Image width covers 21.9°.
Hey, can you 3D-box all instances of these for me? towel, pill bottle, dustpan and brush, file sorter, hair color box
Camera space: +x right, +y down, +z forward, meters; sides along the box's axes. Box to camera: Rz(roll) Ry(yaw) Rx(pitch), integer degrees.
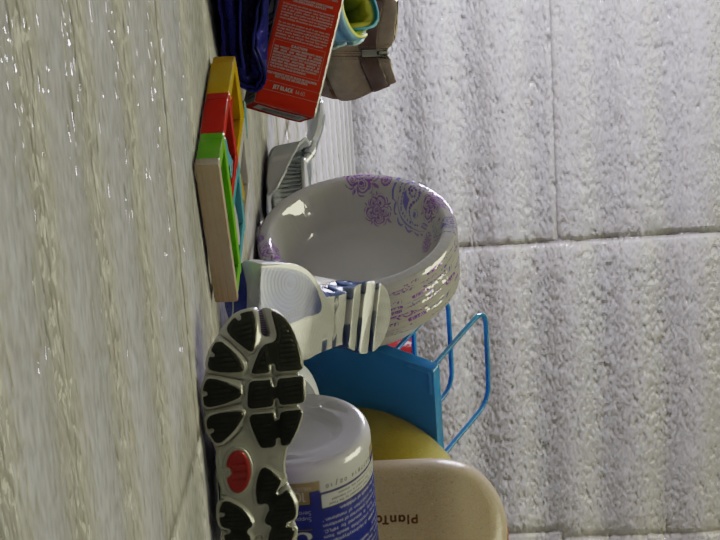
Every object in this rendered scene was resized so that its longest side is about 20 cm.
[{"bbox_3d":[-0.104,-0.276,1.636,0.148,0.049,0.201,95,-4,-50],"label":"towel"},{"bbox_3d":[-0.044,0.218,1.577,0.120,0.119,0.201,-87,173,-62],"label":"pill bottle"},{"bbox_3d":[-0.066,-0.110,2.009,0.140,0.057,0.201,83,5,-52],"label":"dustpan and brush"},{"bbox_3d":[0.024,0.092,1.928,0.123,0.199,0.140,-45,142,-40],"label":"file sorter"},{"bbox_3d":[-0.053,-0.243,1.717,0.111,0.063,0.202,-168,-87,-81],"label":"hair color box"}]

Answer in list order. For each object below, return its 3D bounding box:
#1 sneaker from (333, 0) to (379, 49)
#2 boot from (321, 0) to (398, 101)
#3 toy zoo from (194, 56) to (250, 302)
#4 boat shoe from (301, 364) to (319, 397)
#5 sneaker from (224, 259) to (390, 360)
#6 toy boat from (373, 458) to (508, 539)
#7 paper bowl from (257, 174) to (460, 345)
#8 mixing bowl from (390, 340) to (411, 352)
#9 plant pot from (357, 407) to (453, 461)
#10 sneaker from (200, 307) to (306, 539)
[{"bbox_3d":[-0.044,-0.244,1.915,0.200,0.129,0.080,72,14,-80],"label":"sneaker"},{"bbox_3d":[-0.031,-0.286,2.039,0.070,0.145,0.202,-67,154,-79],"label":"boot"},{"bbox_3d":[-0.110,-0.085,1.527,0.201,0.020,0.132,-89,175,-54],"label":"toy zoo"},{"bbox_3d":[-0.068,0.119,1.662,0.201,0.071,0.068,87,4,-58],"label":"boat shoe"},{"bbox_3d":[-0.072,0.035,1.625,0.199,0.114,0.081,10,86,-57],"label":"sneaker"},{"bbox_3d":[0.038,0.251,1.732,0.131,0.198,0.132,85,4,-66],"label":"toy boat"},{"bbox_3d":[0.000,0.000,1.850,0.201,0.199,0.105,-89,175,-54],"label":"paper bowl"},{"bbox_3d":[0.054,0.151,3.645,0.200,0.107,0.202,-2,90,-87],"label":"mixing bowl"},{"bbox_3d":[-0.008,0.259,1.864,0.142,0.199,0.201,-56,148,-50],"label":"plant pot"},{"bbox_3d":[-0.090,0.122,1.433,0.083,0.080,0.202,-130,-138,-67],"label":"sneaker"}]
